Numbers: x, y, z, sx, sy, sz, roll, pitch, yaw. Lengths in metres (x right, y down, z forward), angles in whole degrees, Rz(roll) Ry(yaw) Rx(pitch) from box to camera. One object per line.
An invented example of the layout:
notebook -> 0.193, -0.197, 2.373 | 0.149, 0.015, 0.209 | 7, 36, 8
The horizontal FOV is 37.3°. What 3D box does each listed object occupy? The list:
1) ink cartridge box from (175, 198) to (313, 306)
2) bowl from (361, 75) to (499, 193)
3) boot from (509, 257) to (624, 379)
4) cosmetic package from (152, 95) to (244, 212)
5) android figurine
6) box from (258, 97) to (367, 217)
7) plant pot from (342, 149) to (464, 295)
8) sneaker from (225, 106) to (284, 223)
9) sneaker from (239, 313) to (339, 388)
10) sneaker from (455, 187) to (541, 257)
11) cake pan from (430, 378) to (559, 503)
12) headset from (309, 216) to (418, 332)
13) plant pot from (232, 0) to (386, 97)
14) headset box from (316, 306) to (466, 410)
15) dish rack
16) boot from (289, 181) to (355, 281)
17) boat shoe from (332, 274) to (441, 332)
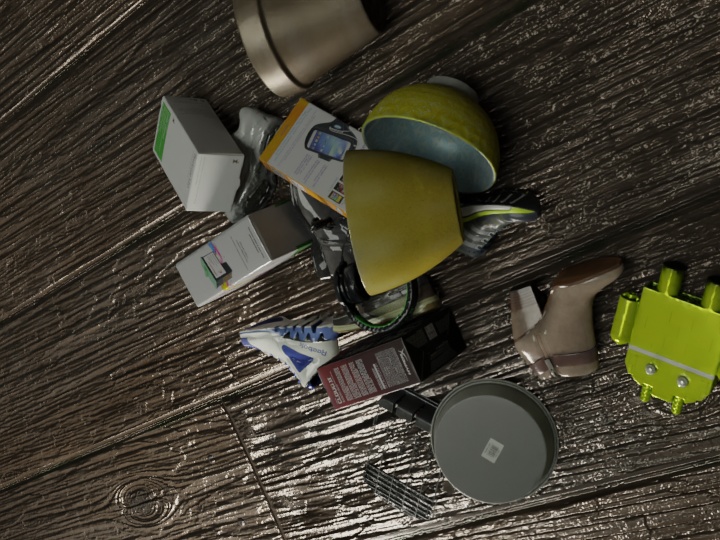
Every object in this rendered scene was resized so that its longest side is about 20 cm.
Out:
ink cartridge box -> -0.182, -0.031, 1.744 | 0.199, 0.144, 0.085 | -29, 89, 38
bowl -> 0.111, -0.203, 1.485 | 0.198, 0.200, 0.109 | 11, 70, 32
boot -> 0.301, 0.073, 1.496 | 0.198, 0.070, 0.148 | -17, 102, 39
cosmetic package -> -0.265, -0.191, 1.735 | 0.200, 0.084, 0.109 | 54, 134, 48
android figurine -> 0.424, 0.094, 1.426 | 0.180, 0.041, 0.203 | 23, 116, 27
box -> -0.044, -0.166, 1.627 | 0.199, 0.042, 0.120 | 33, 82, 20
plant pot -> 0.066, -0.076, 1.466 | 0.140, 0.200, 0.203 | -9, 103, 9
sneaker -> -0.187, -0.176, 1.752 | 0.099, 0.077, 0.202 | 36, 116, 29
sneaker -> -0.111, 0.141, 1.796 | 0.197, 0.080, 0.117 | -4, 102, 34
sneaker -> 0.178, -0.065, 1.532 | 0.198, 0.074, 0.082 | -8, 108, 45
cake pan -> 0.199, 0.264, 1.611 | 0.197, 0.037, 0.203 | 4, 106, 16
headset -> 0.000, 0.000, 1.603 | 0.123, 0.094, 0.201 | -43, 72, 22
plant pot -> -0.063, -0.370, 1.530 | 0.171, 0.200, 0.203 | -14, 98, 22
headset box -> 0.041, 0.138, 1.643 | 0.199, 0.148, 0.076 | -23, 93, 37
dish rack -> 0.081, 0.300, 1.734 | 0.152, 0.054, 0.202 | 26, 121, 27
boot -> -0.026, -0.086, 1.676 | 0.130, 0.070, 0.202 | -12, 106, 31
boat shoe -> 0.036, 0.051, 1.672 | 0.199, 0.071, 0.067 | -16, 87, 37
